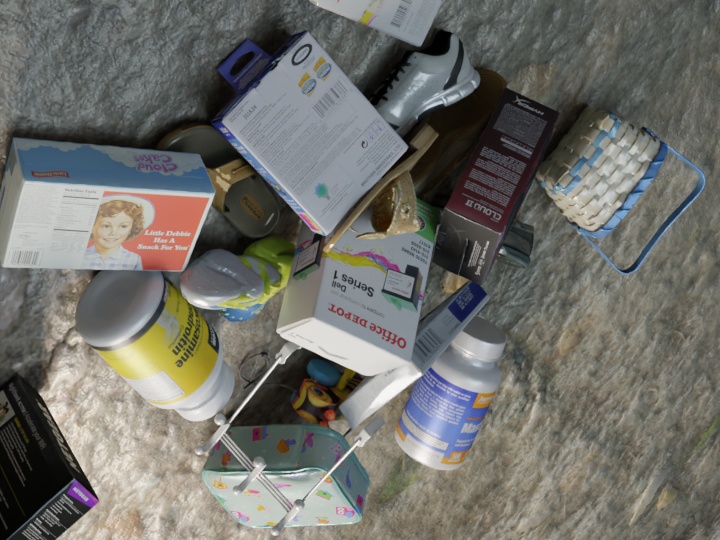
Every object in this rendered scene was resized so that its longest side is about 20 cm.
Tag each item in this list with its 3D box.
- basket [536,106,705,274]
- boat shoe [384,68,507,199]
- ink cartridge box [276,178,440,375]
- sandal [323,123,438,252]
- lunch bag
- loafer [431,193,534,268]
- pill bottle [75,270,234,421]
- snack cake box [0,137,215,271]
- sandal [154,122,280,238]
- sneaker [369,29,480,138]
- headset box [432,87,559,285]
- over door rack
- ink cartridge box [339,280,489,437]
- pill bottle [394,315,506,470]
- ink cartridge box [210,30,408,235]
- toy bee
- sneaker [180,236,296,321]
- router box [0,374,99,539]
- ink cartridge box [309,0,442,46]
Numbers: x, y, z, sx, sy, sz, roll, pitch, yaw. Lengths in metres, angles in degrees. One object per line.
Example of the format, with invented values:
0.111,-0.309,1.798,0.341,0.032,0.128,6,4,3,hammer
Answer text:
0.352,-0.116,1.576,0.199,0.139,0.177,39,94,-15,basket
0.104,-0.163,1.428,0.200,0.074,0.069,-44,157,-13,boat shoe
0.000,0.000,1.351,0.144,0.084,0.203,26,64,-29,ink cartridge box
0.045,-0.076,1.294,0.212,0.069,0.078,-52,-177,-34,sandal
-0.095,0.266,1.492,0.161,0.197,0.078,58,36,-43,lunch bag
0.162,-0.065,1.543,0.199,0.071,0.064,29,79,-43,loafer
-0.223,0.085,1.313,0.112,0.112,0.201,-41,136,-6,pill bottle
-0.261,-0.064,1.184,0.197,0.068,0.116,2,132,-31,snack cake box
-0.146,-0.093,1.290,0.080,0.054,0.200,-47,136,-1,sandal
0.047,-0.209,1.357,0.199,0.073,0.081,-36,124,-19,sneaker
0.155,-0.089,1.393,0.202,0.074,0.149,-62,171,-23,headset box
-0.091,0.196,1.357,0.200,0.148,0.067,-48,172,22,over door rack
0.055,0.114,1.482,0.200,0.041,0.199,-45,178,41,ink cartridge box
0.131,0.168,1.639,0.111,0.112,0.202,4,117,-38,pill bottle
-0.065,-0.158,1.247,0.137,0.076,0.200,-46,108,-9,ink cartridge box
-0.052,0.175,1.509,0.198,0.109,0.133,-10,126,-32,toy bee
-0.145,0.029,1.329,0.199,0.076,0.106,-18,149,-55,sneaker
-0.376,0.221,1.227,0.149,0.200,0.051,-40,133,-6,router box
0.004,-0.327,1.234,0.198,0.067,0.118,12,111,-43,ink cartridge box
